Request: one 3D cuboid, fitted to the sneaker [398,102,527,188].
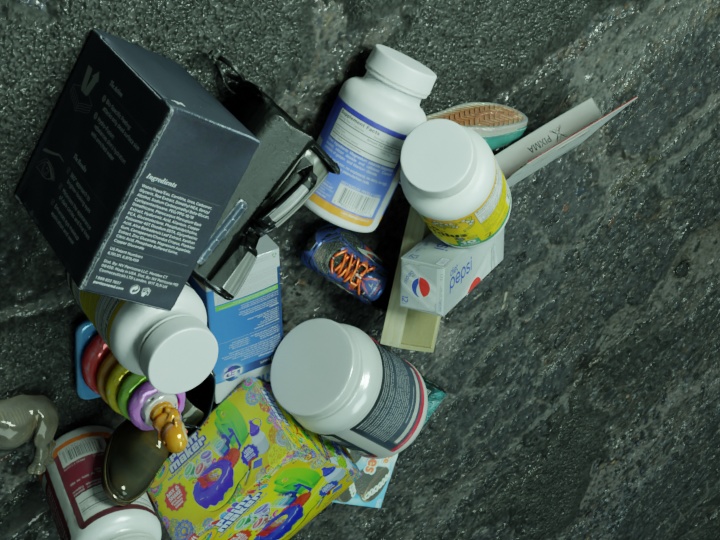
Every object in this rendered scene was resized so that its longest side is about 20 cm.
[{"bbox_3d":[0.123,-0.159,1.538,0.197,0.072,0.081,-14,131,-21],"label":"sneaker"}]

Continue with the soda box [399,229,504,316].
[{"bbox_3d":[0.120,-0.015,1.531,0.200,0.063,0.069,-38,134,-54],"label":"soda box"}]

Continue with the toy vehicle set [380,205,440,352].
[{"bbox_3d":[0.083,0.004,1.567,0.124,0.026,0.203,17,85,-64],"label":"toy vehicle set"}]

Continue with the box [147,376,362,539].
[{"bbox_3d":[-0.139,0.265,1.553,0.200,0.123,0.192,-42,148,10],"label":"box"}]

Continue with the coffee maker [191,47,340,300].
[{"bbox_3d":[-0.154,-0.099,1.321,0.192,0.135,0.201,41,86,-6],"label":"coffee maker"}]

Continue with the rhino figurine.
[{"bbox_3d":[-0.429,0.183,1.349,0.198,0.059,0.089,4,99,-39],"label":"rhino figurine"}]

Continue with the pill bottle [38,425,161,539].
[{"bbox_3d":[-0.302,0.292,1.420,0.113,0.201,0.115,-18,136,-18],"label":"pill bottle"}]

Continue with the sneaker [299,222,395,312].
[{"bbox_3d":[0.000,0.000,1.545,0.199,0.078,0.076,28,101,-46],"label":"sneaker"}]

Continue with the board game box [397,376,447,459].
[{"bbox_3d":[0.028,0.236,1.776,0.201,0.028,0.135,-53,137,6],"label":"board game box"}]

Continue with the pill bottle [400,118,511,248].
[{"bbox_3d":[0.108,-0.103,1.397,0.113,0.113,0.200,-47,160,1],"label":"pill bottle"}]

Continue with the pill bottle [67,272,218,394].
[{"bbox_3d":[-0.234,0.043,1.301,0.110,0.200,0.113,-21,132,-25],"label":"pill bottle"}]

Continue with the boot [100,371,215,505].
[{"bbox_3d":[-0.237,0.186,1.416,0.075,0.201,0.097,42,121,-13],"label":"boot"}]

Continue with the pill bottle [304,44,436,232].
[{"bbox_3d":[0.010,-0.157,1.415,0.111,0.112,0.202,11,113,-42],"label":"pill bottle"}]

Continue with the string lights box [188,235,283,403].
[{"bbox_3d":[-0.152,0.057,1.480,0.102,0.059,0.202,-20,131,-26],"label":"string lights box"}]

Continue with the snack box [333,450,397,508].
[{"bbox_3d":[0.002,0.236,1.706,0.115,0.037,0.203,11,106,-22],"label":"snack box"}]

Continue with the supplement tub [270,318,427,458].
[{"bbox_3d":[-0.012,0.152,1.538,0.141,0.140,0.200,-49,143,3],"label":"supplement tub"}]

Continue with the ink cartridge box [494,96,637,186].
[{"bbox_3d":[0.240,-0.166,1.557,0.199,0.044,0.174,-31,174,-23],"label":"ink cartridge box"}]

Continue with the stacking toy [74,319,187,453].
[{"bbox_3d":[-0.242,0.138,1.364,0.108,0.200,0.118,-14,127,-30],"label":"stacking toy"}]

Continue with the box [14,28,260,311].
[{"bbox_3d":[-0.228,-0.101,1.201,0.117,0.197,0.202,16,110,-43],"label":"box"}]
